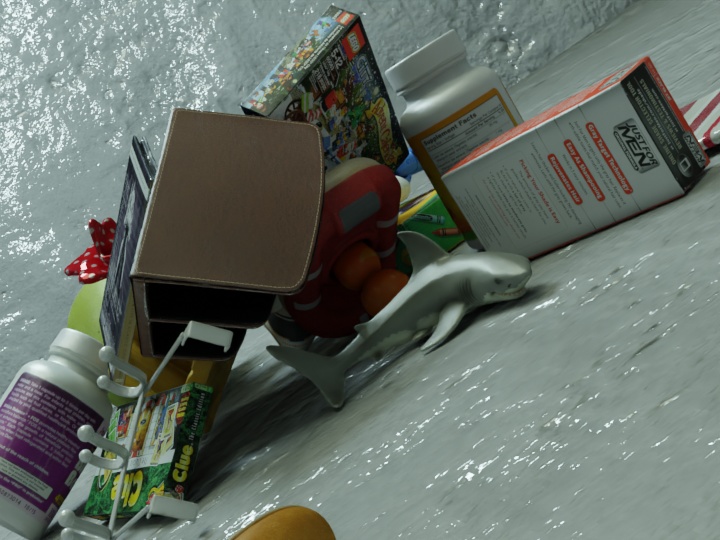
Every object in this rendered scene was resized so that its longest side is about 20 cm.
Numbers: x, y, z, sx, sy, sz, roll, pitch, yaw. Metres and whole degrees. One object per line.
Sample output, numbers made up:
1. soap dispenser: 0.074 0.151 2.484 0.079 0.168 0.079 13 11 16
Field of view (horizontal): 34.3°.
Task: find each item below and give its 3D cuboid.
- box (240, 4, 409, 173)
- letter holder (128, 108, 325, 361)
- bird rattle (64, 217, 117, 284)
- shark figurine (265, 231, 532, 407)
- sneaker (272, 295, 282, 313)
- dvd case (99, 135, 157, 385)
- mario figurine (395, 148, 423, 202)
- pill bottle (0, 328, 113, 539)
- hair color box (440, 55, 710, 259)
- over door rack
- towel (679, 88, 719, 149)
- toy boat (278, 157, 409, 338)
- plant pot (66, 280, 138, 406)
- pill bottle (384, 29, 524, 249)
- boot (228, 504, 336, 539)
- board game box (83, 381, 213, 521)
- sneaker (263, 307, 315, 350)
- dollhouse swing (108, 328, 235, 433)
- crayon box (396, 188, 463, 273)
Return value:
1. box: -0.028 -0.135 1.128 0.038 0.200 0.137 27 68 32
2. letter holder: -0.103 -0.030 0.985 0.141 0.101 0.201 4 48 0
3. bird rattle: -0.215 0.016 1.282 0.163 0.199 0.113 3 -73 -59
4. shark figurine: 0.036 0.019 0.940 0.214 0.090 0.128 -29 6 16
5. sneaker: -0.085 -0.039 1.220 0.073 0.088 0.200 11 35 9
6. dvd case: -0.219 -0.013 1.108 0.016 0.201 0.149 7 19 -20
7. mario figurine: 0.028 -0.093 1.411 0.199 0.106 0.123 -21 -33 18
8. pill bottle: -0.324 0.164 1.200 0.201 0.112 0.112 -61 18 -21
9. hair color box: 0.171 -0.082 0.956 0.200 0.102 0.061 -24 11 47
10. over door rack: -0.179 0.128 0.905 0.200 0.066 0.148 -29 46 53
11. towel: 0.295 -0.123 1.016 0.144 0.023 0.200 -41 9 -39
12. toy boat: 0.000 0.000 1.097 0.130 0.131 0.200 -35 -25 -22
13. plant pot: -0.235 0.096 1.352 0.187 0.188 0.200 -34 23 -9
14. pill bottle: 0.109 -0.132 1.166 0.111 0.201 0.111 -31 7 4
15. boot: -0.006 0.139 0.401 0.144 0.071 0.201 -22 15 31
16. board game box: -0.184 0.158 0.996 0.200 0.023 0.105 -23 53 57
17. sneaker: -0.091 0.011 1.292 0.078 0.080 0.200 -3 37 -11
18. dollhouse swing: -0.186 0.056 1.096 0.176 0.181 0.201 -39 -24 -58
19. crayon box: 0.058 -0.043 1.376 0.119 0.058 0.200 -36 7 -26
